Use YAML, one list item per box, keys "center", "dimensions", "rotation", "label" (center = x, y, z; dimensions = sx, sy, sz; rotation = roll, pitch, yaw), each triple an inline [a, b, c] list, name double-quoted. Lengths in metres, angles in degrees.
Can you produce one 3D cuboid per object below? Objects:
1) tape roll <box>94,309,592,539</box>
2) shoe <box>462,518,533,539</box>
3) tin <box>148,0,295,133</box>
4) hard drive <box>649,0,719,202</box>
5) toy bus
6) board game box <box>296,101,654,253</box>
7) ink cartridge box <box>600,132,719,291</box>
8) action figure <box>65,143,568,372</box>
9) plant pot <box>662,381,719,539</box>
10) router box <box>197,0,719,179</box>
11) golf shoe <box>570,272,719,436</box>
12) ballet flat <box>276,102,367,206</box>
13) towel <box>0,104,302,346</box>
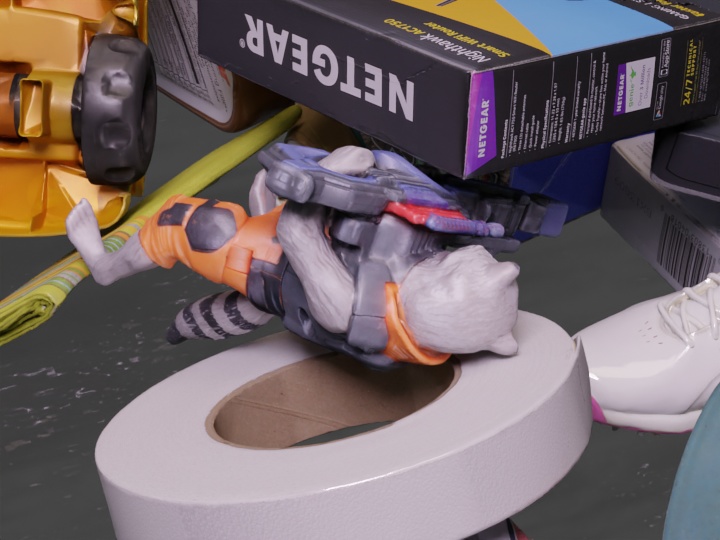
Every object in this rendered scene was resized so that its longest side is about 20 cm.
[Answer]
- center: [-0.006, 0.065, 0.775]
  dimensions: [0.202, 0.037, 0.203]
  rotation: [-12, 16, 3]
  label: "tape roll"
- center: [0.064, 0.146, 0.722]
  dimensions: [0.091, 0.072, 0.200]
  rotation: [37, 5, -19]
  label: "shoe"
- center: [-0.094, -0.139, 1.025]
  dimensions: [0.042, 0.112, 0.200]
  rotation: [-30, 29, -16]
  label: "tin"
- center: [0.216, -0.090, 0.921]
  dimensions: [0.139, 0.033, 0.200]
  rotation: [14, 37, 3]
  label: "hard drive"
- center: [-0.157, -0.124, 0.953]
  dimensions: [0.135, 0.201, 0.192]
  rotation: [3, 6, 6]
  label: "toy bus"
- center: [0.073, -0.120, 1.048]
  dimensions: [0.159, 0.097, 0.200]
  rotation: [-23, 45, -32]
  label: "board game box"
- center: [0.239, -0.039, 0.997]
  dimensions: [0.199, 0.050, 0.109]
  rotation: [-13, 39, -23]
  label: "ink cartridge box"
- center: [0.000, 0.000, 0.820]
  dimensions: [0.200, 0.105, 0.193]
  rotation: [6, 5, -45]
  label: "action figure"
- center: [0.217, 0.111, 0.688]
  dimensions: [0.187, 0.201, 0.200]
  rotation: [11, 34, 33]
  label: "plant pot"
- center: [0.041, -0.105, 0.856]
  dimensions: [0.149, 0.051, 0.200]
  rotation: [-16, 29, -35]
  label: "router box"
- center: [0.181, 0.017, 0.881]
  dimensions: [0.199, 0.092, 0.075]
  rotation: [-11, 41, -18]
  label: "golf shoe"
- center: [-0.010, -0.026, 0.941]
  dimensions: [0.063, 0.069, 0.200]
  rotation: [-19, 41, -13]
  label: "ballet flat"
- center: [-0.107, -0.019, 0.920]
  dimensions: [0.086, 0.018, 0.200]
  rotation: [-24, 13, 44]
  label: "towel"
